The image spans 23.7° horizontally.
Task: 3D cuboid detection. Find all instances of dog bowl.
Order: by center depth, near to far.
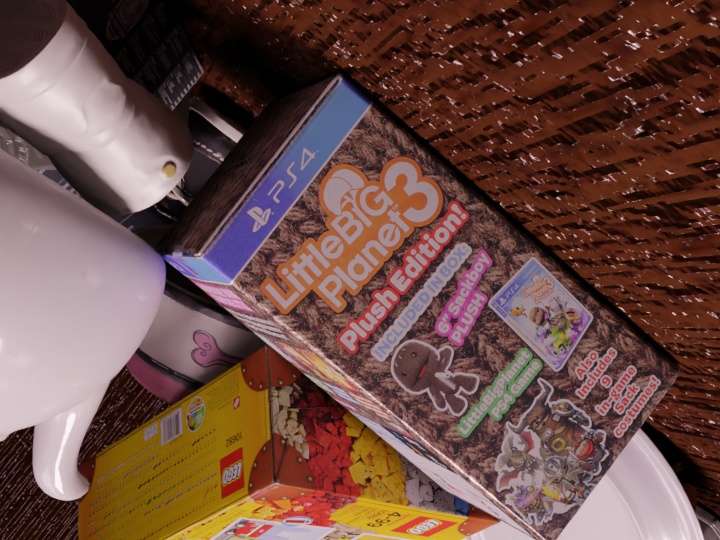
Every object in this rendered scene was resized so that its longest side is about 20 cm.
[{"bbox_3d":[-0.057,0.040,1.053,0.199,0.074,0.200,16,-167,-4],"label":"dog bowl"}]

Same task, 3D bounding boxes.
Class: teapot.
[{"bbox_3d":[-0.198,0.012,0.789,0.199,0.147,0.197,32,174,3],"label":"teapot"}]

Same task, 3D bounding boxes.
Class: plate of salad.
[{"bbox_3d":[0.125,0.144,0.991,0.199,0.048,0.201,27,130,37],"label":"plate of salad"}]

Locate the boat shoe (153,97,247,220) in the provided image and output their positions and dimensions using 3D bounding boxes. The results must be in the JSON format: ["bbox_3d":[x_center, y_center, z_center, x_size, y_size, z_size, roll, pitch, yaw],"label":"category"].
[{"bbox_3d":[-0.095,-0.059,1.029,0.074,0.060,0.200,40,173,-14],"label":"boat shoe"}]

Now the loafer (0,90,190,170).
[{"bbox_3d":[-0.181,-0.100,0.978,0.199,0.070,0.075,14,147,17],"label":"loafer"}]

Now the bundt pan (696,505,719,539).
[{"bbox_3d":[0.170,0.192,1.104,0.201,0.076,0.202,37,164,13],"label":"bundt pan"}]

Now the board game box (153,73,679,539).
[{"bbox_3d":[0.018,0.017,0.788,0.200,0.097,0.159,40,173,-12],"label":"board game box"}]

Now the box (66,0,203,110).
[{"bbox_3d":[-0.164,-0.158,0.833,0.160,0.044,0.200,36,173,12],"label":"box"}]

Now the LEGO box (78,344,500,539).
[{"bbox_3d":[-0.045,0.123,0.948,0.148,0.078,0.200,15,148,-34],"label":"LEGO box"}]

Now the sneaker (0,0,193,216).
[{"bbox_3d":[-0.155,-0.078,0.810,0.116,0.074,0.200,46,168,-35],"label":"sneaker"}]

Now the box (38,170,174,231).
[{"bbox_3d":[-0.233,-0.094,1.135,0.200,0.107,0.149,46,-167,-39],"label":"box"}]
